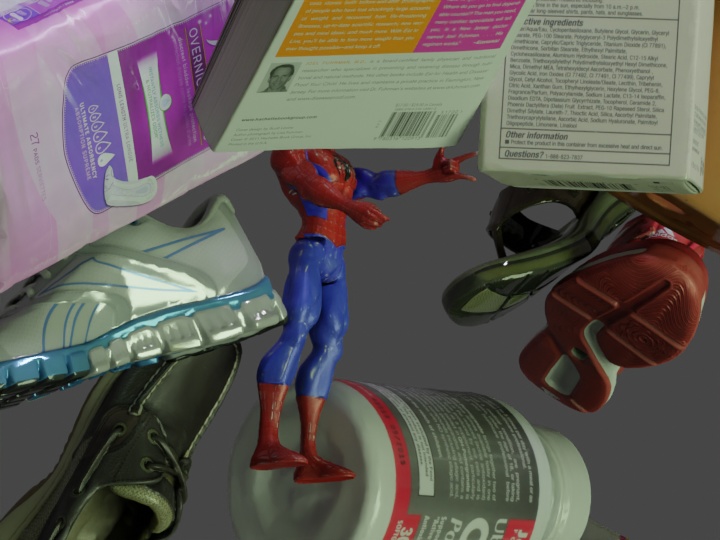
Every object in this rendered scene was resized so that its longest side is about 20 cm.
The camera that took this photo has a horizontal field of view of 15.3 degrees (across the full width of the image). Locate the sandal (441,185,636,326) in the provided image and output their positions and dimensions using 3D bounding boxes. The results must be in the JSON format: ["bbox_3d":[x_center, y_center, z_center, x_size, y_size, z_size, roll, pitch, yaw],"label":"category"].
[{"bbox_3d":[0.104,-0.028,1.490,0.057,0.080,0.201,52,46,1],"label":"sandal"}]

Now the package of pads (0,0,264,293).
[{"bbox_3d":[-0.119,-0.083,1.217,0.200,0.076,0.121,-30,130,-34],"label":"package of pads"}]

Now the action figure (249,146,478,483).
[{"bbox_3d":[0.000,0.000,1.329,0.065,0.099,0.201,23,63,-54],"label":"action figure"}]

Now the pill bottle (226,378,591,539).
[{"bbox_3d":[0.033,0.118,1.441,0.200,0.111,0.111,8,102,-47],"label":"pill bottle"}]

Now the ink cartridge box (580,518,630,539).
[{"bbox_3d":[0.141,0.217,1.531,0.116,0.200,0.067,-54,137,-13],"label":"ink cartridge box"}]

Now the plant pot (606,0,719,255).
[{"bbox_3d":[0.190,-0.091,1.371,0.200,0.200,0.140,34,85,-48],"label":"plant pot"}]

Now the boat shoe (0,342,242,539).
[{"bbox_3d":[-0.115,0.108,1.317,0.200,0.065,0.073,-56,136,-13],"label":"boat shoe"}]

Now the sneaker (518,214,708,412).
[{"bbox_3d":[0.156,-0.003,1.498,0.078,0.200,0.116,36,65,-5],"label":"sneaker"}]

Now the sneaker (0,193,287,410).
[{"bbox_3d":[-0.135,0.012,1.264,0.200,0.075,0.087,-16,87,-33],"label":"sneaker"}]

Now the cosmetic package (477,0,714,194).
[{"bbox_3d":[0.115,-0.140,1.263,0.073,0.103,0.201,19,76,-76],"label":"cosmetic package"}]

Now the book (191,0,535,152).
[{"bbox_3d":[0.022,-0.130,1.164,0.133,0.048,0.200,-2,139,-31],"label":"book"}]
